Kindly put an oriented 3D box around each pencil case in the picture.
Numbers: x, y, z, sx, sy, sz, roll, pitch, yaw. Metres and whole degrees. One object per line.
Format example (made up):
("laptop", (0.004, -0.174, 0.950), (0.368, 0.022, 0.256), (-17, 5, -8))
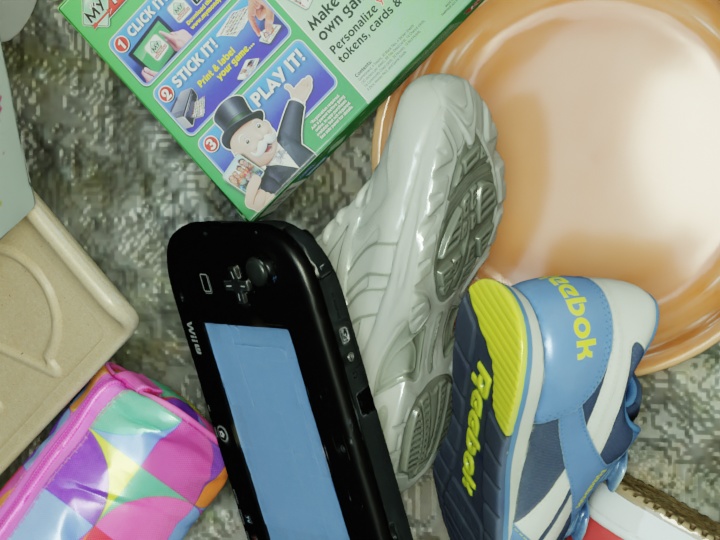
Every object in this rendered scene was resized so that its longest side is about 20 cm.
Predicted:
("pencil case", (-0.144, 0.137, 1.173), (0.088, 0.088, 0.200), (36, 82, 8))

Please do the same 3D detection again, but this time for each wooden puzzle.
("wooden puzzle", (-0.201, 0.000, 1.195), (0.185, 0.046, 0.200), (50, 131, 6))

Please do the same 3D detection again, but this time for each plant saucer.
("plant saucer", (0.106, -0.051, 1.153), (0.200, 0.037, 0.201), (1, 93, 13))

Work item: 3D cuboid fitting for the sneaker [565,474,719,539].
("sneaker", (0.169, 0.186, 1.135), (0.200, 0.071, 0.113), (31, 97, 15))

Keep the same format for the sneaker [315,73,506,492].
("sneaker", (0.000, 0.000, 1.124), (0.099, 0.078, 0.200), (24, 117, 24))

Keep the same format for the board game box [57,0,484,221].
("board game box", (-0.024, -0.136, 1.121), (0.200, 0.029, 0.135), (-44, 84, 22))

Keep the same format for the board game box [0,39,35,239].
("board game box", (-0.242, -0.098, 1.081), (0.200, 0.064, 0.148), (23, 141, 25))

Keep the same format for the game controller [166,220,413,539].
("game controller", (-0.030, 0.072, 1.116), (0.104, 0.042, 0.200), (-2, 109, 43))

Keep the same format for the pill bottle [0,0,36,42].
("pill bottle", (-0.253, -0.163, 1.190), (0.200, 0.111, 0.111), (10, 95, 12))

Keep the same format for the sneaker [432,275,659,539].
("sneaker", (0.082, 0.080, 1.117), (0.082, 0.200, 0.074), (-14, 51, -20))
